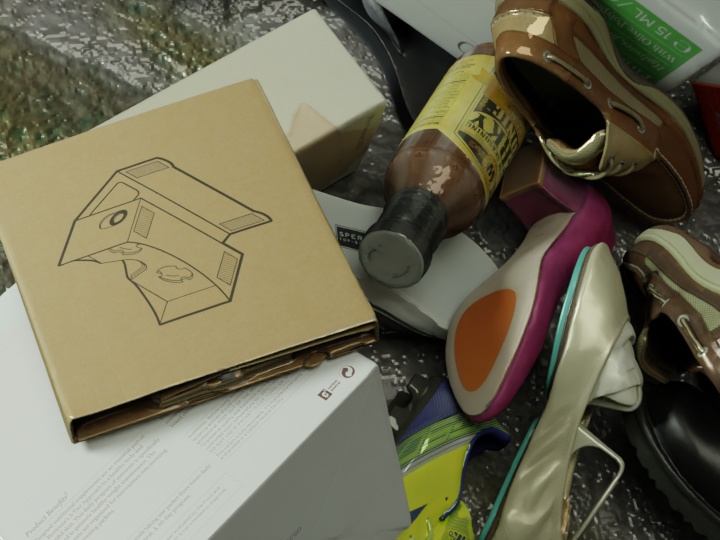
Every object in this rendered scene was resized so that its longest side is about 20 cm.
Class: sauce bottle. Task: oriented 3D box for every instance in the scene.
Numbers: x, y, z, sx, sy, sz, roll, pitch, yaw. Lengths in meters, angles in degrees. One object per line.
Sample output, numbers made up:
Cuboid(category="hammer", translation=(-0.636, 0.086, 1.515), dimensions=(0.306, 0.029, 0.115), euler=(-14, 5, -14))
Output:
Cuboid(category="sauce bottle", translation=(0.052, -0.061, 1.284), dimensions=(0.065, 0.065, 0.200), euler=(28, 43, 2))

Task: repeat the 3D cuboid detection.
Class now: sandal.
Cuboid(category="sandal", translation=(0.028, -0.169, 1.400), dimensions=(0.076, 0.043, 0.200), euler=(-24, 72, -23))

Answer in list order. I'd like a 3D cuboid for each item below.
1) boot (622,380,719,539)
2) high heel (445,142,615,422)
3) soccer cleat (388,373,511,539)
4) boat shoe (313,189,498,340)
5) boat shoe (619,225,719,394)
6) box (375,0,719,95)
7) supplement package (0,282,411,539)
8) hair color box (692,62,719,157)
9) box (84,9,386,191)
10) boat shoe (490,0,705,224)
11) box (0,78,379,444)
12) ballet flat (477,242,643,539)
Cuboid(category="boot", translation=(0.272, 0.105, 1.254), dimensions=(0.211, 0.158, 0.079), euler=(44, 23, 3))
Cuboid(category="high heel", translation=(0.109, 0.024, 1.298), dimensions=(0.096, 0.067, 0.200), euler=(43, 41, -31))
Cuboid(category="soccer cleat", translation=(0.022, 0.150, 1.230), dimensions=(0.084, 0.065, 0.200), euler=(32, 62, -2))
Cuboid(category="boat shoe", translation=(0.000, 0.000, 1.293), dimensions=(0.200, 0.064, 0.071), euler=(21, 58, -30))
Cuboid(category="boat shoe", translation=(0.188, 0.027, 1.271), dimensions=(0.075, 0.202, 0.075), euler=(-40, 106, -5))
Cuboid(category="box", translation=(0.141, -0.230, 1.361), dimensions=(0.199, 0.171, 0.200), euler=(33, 61, -13))
Cuboid(category="supplement package", translation=(-0.115, 0.111, 1.133), dimensions=(0.200, 0.147, 0.191), euler=(29, 59, 31))
Cuboid(category="hair color box", translation=(0.316, -0.107, 1.355), dimensions=(0.101, 0.200, 0.061), euler=(-35, 117, -25))
Cuboid(category="box", translation=(-0.090, -0.065, 1.294), dimensions=(0.200, 0.095, 0.078), euler=(-32, 75, -23))
Cuboid(category="boat shoe", translation=(0.136, -0.090, 1.308), dimensions=(0.200, 0.076, 0.074), euler=(46, 50, -32))
Cuboid(category="box", translation=(-0.099, -0.010, 1.126), dimensions=(0.163, 0.021, 0.200), euler=(-18, 47, -10))
Cuboid(category="ballet flat", translation=(0.128, 0.086, 1.253), dimensions=(0.069, 0.069, 0.201), euler=(20, 91, -3))
